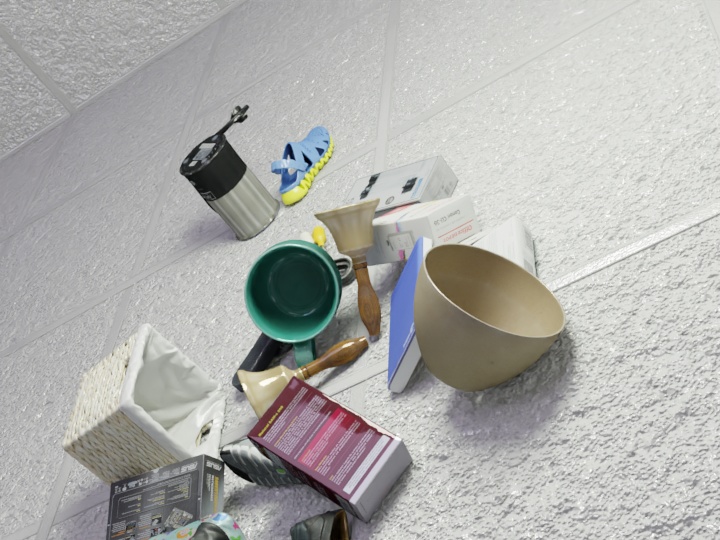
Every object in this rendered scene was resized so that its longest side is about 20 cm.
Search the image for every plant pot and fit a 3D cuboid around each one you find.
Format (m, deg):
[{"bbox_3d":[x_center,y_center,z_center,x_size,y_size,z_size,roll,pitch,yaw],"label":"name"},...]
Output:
[{"bbox_3d":[0.149,0.077,1.484,0.201,0.198,0.136,-99,28,-58],"label":"plant pot"}]

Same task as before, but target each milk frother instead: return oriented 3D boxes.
[{"bbox_3d":[-0.243,-0.204,2.311,0.200,0.189,0.180,-43,30,-7],"label":"milk frother"}]

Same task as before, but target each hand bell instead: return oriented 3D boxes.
[{"bbox_3d":[-0.078,0.154,1.745,0.198,0.105,0.104,-27,29,-2],"label":"hand bell"},{"bbox_3d":[0.000,0.000,1.742,0.103,0.203,0.104,-12,3,1],"label":"hand bell"}]

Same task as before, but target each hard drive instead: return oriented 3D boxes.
[{"bbox_3d":[0.073,0.062,1.661,0.201,0.025,0.133,-86,16,-53],"label":"hard drive"}]

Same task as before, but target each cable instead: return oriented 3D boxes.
[{"bbox_3d":[-0.076,-0.017,1.992,0.097,0.050,0.200,-42,27,-2],"label":"cable"}]

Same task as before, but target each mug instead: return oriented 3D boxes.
[{"bbox_3d":[-0.109,0.043,1.811,0.114,0.151,0.187,-71,4,-81],"label":"mug"}]

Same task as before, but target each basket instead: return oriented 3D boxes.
[{"bbox_3d":[-0.337,0.237,1.808,0.160,0.200,0.199,-34,28,22],"label":"basket"}]

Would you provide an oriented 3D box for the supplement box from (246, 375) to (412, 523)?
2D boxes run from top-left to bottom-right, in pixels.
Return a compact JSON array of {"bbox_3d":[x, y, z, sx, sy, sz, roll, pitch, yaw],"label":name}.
[{"bbox_3d":[-0.042,0.235,1.516,0.199,0.061,0.109,27,67,33],"label":"supplement box"}]

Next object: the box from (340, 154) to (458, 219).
[{"bbox_3d":[0.059,-0.119,1.964,0.199,0.060,0.117,-12,39,42],"label":"box"}]

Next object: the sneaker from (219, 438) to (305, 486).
[{"bbox_3d":[-0.104,0.248,1.648,0.198,0.075,0.116,-1,41,36],"label":"sneaker"}]

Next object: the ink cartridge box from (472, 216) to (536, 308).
[{"bbox_3d":[0.165,0.030,1.658,0.199,0.050,0.162,-38,27,28],"label":"ink cartridge box"}]

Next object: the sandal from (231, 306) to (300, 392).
[{"bbox_3d":[-0.141,0.121,1.898,0.201,0.043,0.076,-54,22,-13],"label":"sandal"}]

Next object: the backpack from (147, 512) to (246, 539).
[{"bbox_3d":[-0.216,0.411,1.440,0.199,0.179,0.151,-27,8,31],"label":"backpack"}]

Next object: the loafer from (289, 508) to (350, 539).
[{"bbox_3d":[-0.033,0.360,1.397,0.072,0.073,0.200,-34,30,2],"label":"loafer"}]

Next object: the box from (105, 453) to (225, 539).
[{"bbox_3d":[-0.286,0.368,1.658,0.198,0.048,0.160,-22,55,31],"label":"box"}]

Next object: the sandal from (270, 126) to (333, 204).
[{"bbox_3d":[-0.120,-0.230,2.308,0.079,0.087,0.201,-16,35,39],"label":"sandal"}]

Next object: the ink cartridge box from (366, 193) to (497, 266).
[{"bbox_3d":[0.104,-0.065,1.783,0.199,0.068,0.116,-8,15,44],"label":"ink cartridge box"}]
